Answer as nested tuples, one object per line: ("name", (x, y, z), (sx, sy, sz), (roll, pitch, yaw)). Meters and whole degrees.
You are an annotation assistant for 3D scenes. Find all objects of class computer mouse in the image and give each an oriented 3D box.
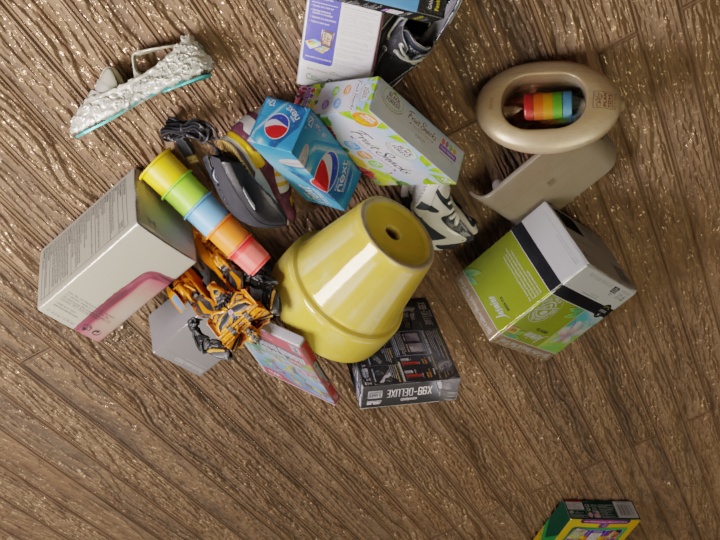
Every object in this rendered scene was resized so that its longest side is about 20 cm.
("computer mouse", (-0.189, -0.120, 1.160), (0.046, 0.140, 0.200), (-51, 129, -16))

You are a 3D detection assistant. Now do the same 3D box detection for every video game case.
("video game case", (-0.116, 0.127, 1.308), (0.017, 0.143, 0.200), (-57, 151, -21))

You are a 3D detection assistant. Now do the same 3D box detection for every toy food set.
("toy food set", (0.276, -0.153, 1.328), (0.200, 0.061, 0.143), (-40, 141, 21))

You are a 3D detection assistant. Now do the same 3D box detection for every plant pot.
("plant pot", (0.000, 0.000, 1.261), (0.200, 0.201, 0.189), (19, 133, -29))

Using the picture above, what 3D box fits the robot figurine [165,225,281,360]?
("robot figurine", (-0.201, 0.029, 1.233), (0.145, 0.200, 0.058), (-43, 150, 0))

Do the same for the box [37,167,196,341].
("box", (-0.336, -0.020, 1.213), (0.200, 0.128, 0.109), (-36, 131, 17))

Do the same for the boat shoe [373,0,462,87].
("boat shoe", (0.064, -0.295, 1.121), (0.072, 0.068, 0.200), (23, 122, -31))

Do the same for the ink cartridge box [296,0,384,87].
("ink cartridge box", (-0.020, -0.312, 1.083), (0.094, 0.037, 0.201), (15, 132, 3))

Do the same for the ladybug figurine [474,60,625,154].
("ladybug figurine", (0.259, -0.217, 1.206), (0.199, 0.136, 0.072), (3, 164, 15))

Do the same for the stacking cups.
("stacking cups", (-0.204, -0.076, 1.188), (0.200, 0.061, 0.060), (44, 112, -9))

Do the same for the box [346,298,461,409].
("box", (0.055, 0.128, 1.409), (0.157, 0.200, 0.050), (-3, 128, -14))

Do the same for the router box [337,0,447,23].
("router box", (0.035, -0.391, 0.974), (0.149, 0.051, 0.201), (6, 95, -21))

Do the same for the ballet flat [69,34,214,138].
("ballet flat", (-0.278, -0.234, 1.092), (0.199, 0.072, 0.072), (-24, 133, 3))

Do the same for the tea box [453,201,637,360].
("tea box", (0.295, 0.024, 1.401), (0.197, 0.134, 0.200), (-41, 145, 23))

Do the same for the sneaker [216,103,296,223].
("sneaker", (-0.116, -0.140, 1.207), (0.090, 0.075, 0.200), (-46, 150, -10))

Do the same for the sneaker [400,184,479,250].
("sneaker", (0.129, -0.099, 1.310), (0.129, 0.080, 0.200), (4, 130, -21))

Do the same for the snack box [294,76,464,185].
("snack box", (0.025, -0.177, 1.158), (0.142, 0.053, 0.200), (3, 160, 42))

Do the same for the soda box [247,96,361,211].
("soda box", (-0.068, -0.147, 1.148), (0.064, 0.068, 0.200), (-68, 156, -9))

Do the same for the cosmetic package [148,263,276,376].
("cosmetic package", (-0.220, 0.063, 1.350), (0.200, 0.090, 0.107), (-41, 133, 17))

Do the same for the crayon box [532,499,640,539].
("crayon box", (0.532, 0.617, 2.083), (0.199, 0.058, 0.173), (7, 130, -21))
